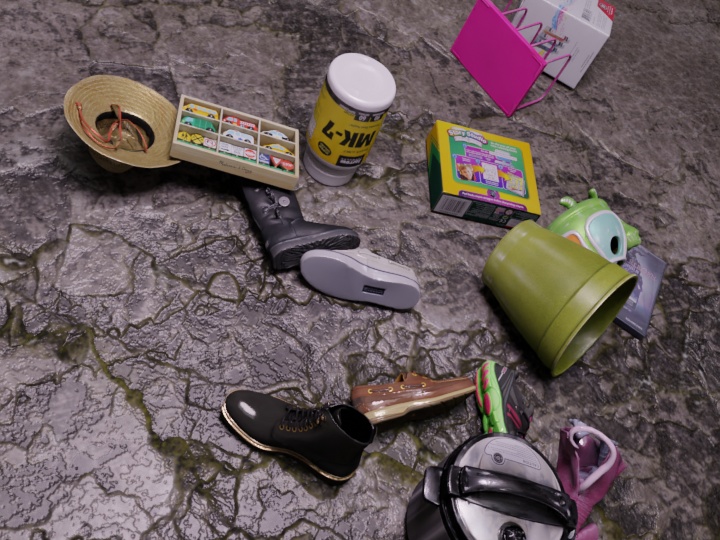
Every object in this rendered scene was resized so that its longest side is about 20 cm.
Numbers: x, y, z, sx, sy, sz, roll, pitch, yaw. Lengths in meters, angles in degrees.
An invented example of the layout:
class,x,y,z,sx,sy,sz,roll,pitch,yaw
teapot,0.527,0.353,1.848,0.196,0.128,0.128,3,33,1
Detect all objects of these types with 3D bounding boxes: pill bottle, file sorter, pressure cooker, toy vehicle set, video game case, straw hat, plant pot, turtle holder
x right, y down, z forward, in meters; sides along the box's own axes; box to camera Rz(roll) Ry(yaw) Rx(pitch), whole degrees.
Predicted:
class,x,y,z,sx,sy,sz,roll,pitch,yaw
pill bottle,-0.025,-0.240,1.207,0.111,0.201,0.117,10,53,-14
file sorter,0.314,-0.453,1.529,0.124,0.140,0.201,-24,69,-36
pressure cooker,0.164,0.304,0.924,0.173,0.201,0.180,-23,68,-30
toy vehicle set,-0.191,-0.199,1.149,0.195,0.027,0.126,14,44,-20
video game case,0.484,0.014,1.363,0.141,0.019,0.201,34,53,2
straw hat,-0.361,-0.196,1.112,0.198,0.085,0.204,25,38,-21
plant pot,0.303,0.027,1.185,0.198,0.203,0.193,-29,60,-34
turtle holder,0.402,-0.046,1.300,0.184,0.141,0.133,10,41,-54

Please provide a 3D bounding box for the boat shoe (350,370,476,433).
class,x,y,z,sx,sy,sz,roll,pitch,yaw
boat shoe,0.077,0.175,1.055,0.196,0.072,0.069,-10,63,-24

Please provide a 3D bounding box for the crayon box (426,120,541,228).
class,x,y,z,sx,sy,sz,roll,pitch,yaw
crayon box,0.223,-0.174,1.356,0.195,0.059,0.176,11,54,-16

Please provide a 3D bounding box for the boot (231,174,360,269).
class,x,y,z,sx,sy,sz,roll,pitch,yaw
boot,-0.106,-0.105,1.180,0.162,0.066,0.202,-7,53,-34

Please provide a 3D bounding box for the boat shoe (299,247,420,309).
class,x,y,z,sx,sy,sz,roll,pitch,yaw
boat shoe,0.000,0.000,1.148,0.195,0.072,0.071,13,38,-13

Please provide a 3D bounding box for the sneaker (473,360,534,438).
class,x,y,z,sx,sy,sz,roll,pitch,yaw
sneaker,0.220,0.225,1.078,0.082,0.077,0.204,7,57,-13

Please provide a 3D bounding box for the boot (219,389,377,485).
class,x,y,z,sx,sy,sz,roll,pitch,yaw
boot,-0.077,0.186,0.944,0.196,0.139,0.078,25,52,-3

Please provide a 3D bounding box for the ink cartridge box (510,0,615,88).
class,x,y,z,sx,sy,sz,roll,pitch,yaw
ink cartridge box,0.431,-0.536,1.622,0.197,0.146,0.147,29,48,-1

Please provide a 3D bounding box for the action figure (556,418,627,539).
class,x,y,z,sx,sy,sz,roll,pitch,yaw
action figure,0.293,0.317,1.002,0.132,0.149,0.204,25,84,7
